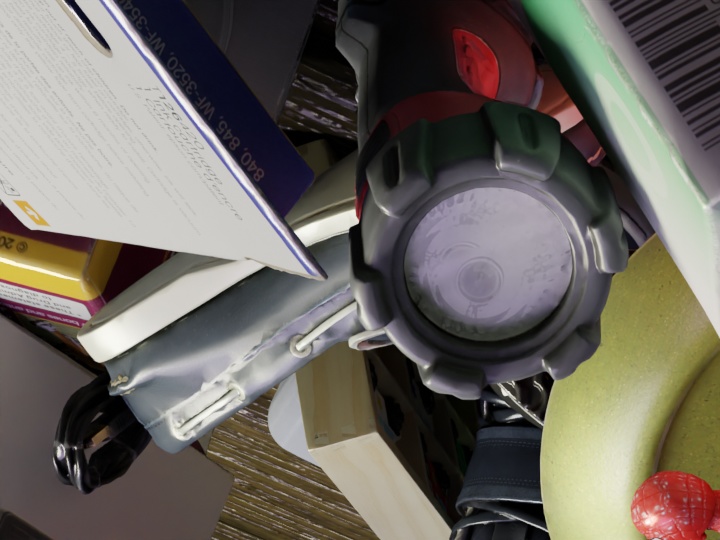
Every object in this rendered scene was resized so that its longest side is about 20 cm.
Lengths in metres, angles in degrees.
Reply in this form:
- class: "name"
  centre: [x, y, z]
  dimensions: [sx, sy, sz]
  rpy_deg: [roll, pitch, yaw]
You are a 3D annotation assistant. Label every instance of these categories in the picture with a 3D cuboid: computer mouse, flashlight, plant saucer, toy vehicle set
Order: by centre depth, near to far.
- class: "flashlight"
  centre: [0.030, -0.035, 0.637]
  dimensions: [0.068, 0.200, 0.068]
  rpy_deg: [-17, 110, 7]
- class: "plant saucer"
  centre: [0.156, 0.058, 0.743]
  dimensions: [0.199, 0.200, 0.031]
  rpy_deg: [27, -162, -19]
- class: "computer mouse"
  centre: [-0.058, 0.027, 0.871]
  dimensions: [0.034, 0.200, 0.059]
  rpy_deg: [15, 121, 15]
- class: "toy vehicle set"
  centre: [0.014, 0.051, 0.928]
  dimensions: [0.026, 0.125, 0.200]
  rpy_deg: [-17, 149, 11]

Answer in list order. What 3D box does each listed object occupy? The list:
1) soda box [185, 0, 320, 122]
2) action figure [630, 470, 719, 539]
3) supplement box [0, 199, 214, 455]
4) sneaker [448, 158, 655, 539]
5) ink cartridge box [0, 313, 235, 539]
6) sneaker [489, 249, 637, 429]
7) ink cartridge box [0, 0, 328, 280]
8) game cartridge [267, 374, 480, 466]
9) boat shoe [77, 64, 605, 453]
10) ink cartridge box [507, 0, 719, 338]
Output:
- class: "soda box"
  centre: [-0.117, -0.091, 0.775]
  dimensions: [0.199, 0.064, 0.068]
  rpy_deg: [21, 159, -4]
- class: "action figure"
  centre: [0.153, 0.087, 0.678]
  dimensions: [0.199, 0.066, 0.052]
  rpy_deg: [21, 148, -36]
- class: "supplement box"
  centre: [-0.122, -0.015, 0.913]
  dimensions: [0.130, 0.104, 0.200]
  rpy_deg: [14, 158, 13]
- class: "sneaker"
  centre: [0.059, 0.045, 0.843]
  dimensions: [0.077, 0.147, 0.202]
  rpy_deg: [7, 154, 35]
- class: "ink cartridge box"
  centre: [-0.173, 0.130, 0.889]
  dimensions: [0.146, 0.201, 0.146]
  rpy_deg: [-1, 150, 45]
- class: "sneaker"
  centre: [0.129, 0.032, 0.803]
  dimensions: [0.199, 0.070, 0.090]
  rpy_deg: [4, 180, -8]
- class: "ink cartridge box"
  centre: [-0.098, -0.088, 0.624]
  dimensions: [0.198, 0.047, 0.200]
  rpy_deg: [53, 157, -22]
- class: "game cartridge"
  centre: [0.056, 0.089, 1.109]
  dimensions: [0.199, 0.041, 0.133]
  rpy_deg: [21, 163, -4]
- class: "boat shoe"
  centre: [0.000, 0.000, 0.764]
  dimensions: [0.199, 0.075, 0.062]
  rpy_deg: [-29, 103, 19]
- class: "ink cartridge box"
  centre: [0.070, -0.045, 0.611]
  dimensions: [0.161, 0.050, 0.200]
  rpy_deg: [60, 174, 26]
